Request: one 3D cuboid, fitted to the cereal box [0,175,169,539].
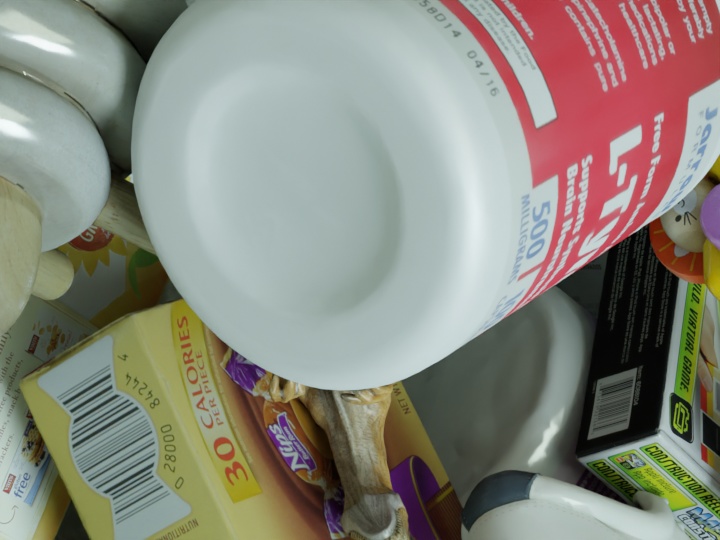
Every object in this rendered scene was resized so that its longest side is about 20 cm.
[{"bbox_3d":[-0.150,-0.012,0.873,0.200,0.039,0.144,39,65,-34],"label":"cereal box"}]

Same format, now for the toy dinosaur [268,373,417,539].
[{"bbox_3d":[0.000,0.000,0.900,0.106,0.060,0.201,48,42,-39],"label":"toy dinosaur"}]

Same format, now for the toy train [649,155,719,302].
[{"bbox_3d":[0.135,0.004,0.944,0.151,0.055,0.200,61,31,-34],"label":"toy train"}]

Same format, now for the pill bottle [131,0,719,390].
[{"bbox_3d":[0.036,-0.051,0.816,0.200,0.112,0.113,-30,110,-51],"label":"pill bottle"}]

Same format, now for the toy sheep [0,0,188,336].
[{"bbox_3d":[-0.105,-0.072,0.806,0.138,0.138,0.201,24,57,-39],"label":"toy sheep"}]

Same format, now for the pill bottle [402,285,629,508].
[{"bbox_3d":[0.089,0.094,1.036,0.200,0.112,0.113,39,65,-35],"label":"pill bottle"}]

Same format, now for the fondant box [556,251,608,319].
[{"bbox_3d":[0.109,-0.093,1.089,0.144,0.058,0.201,-21,105,-40],"label":"fondant box"}]

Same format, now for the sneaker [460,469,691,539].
[{"bbox_3d":[0.096,0.107,0.928,0.200,0.073,0.071,33,41,-58],"label":"sneaker"}]

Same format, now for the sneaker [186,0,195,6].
[{"bbox_3d":[-0.020,-0.064,0.968,0.200,0.076,0.092,37,73,-33],"label":"sneaker"}]

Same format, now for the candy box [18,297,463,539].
[{"bbox_3d":[-0.012,0.103,0.891,0.117,0.056,0.201,-15,76,-56],"label":"candy box"}]

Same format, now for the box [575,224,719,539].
[{"bbox_3d":[0.131,0.005,1.006,0.110,0.035,0.201,40,46,-34],"label":"box"}]
